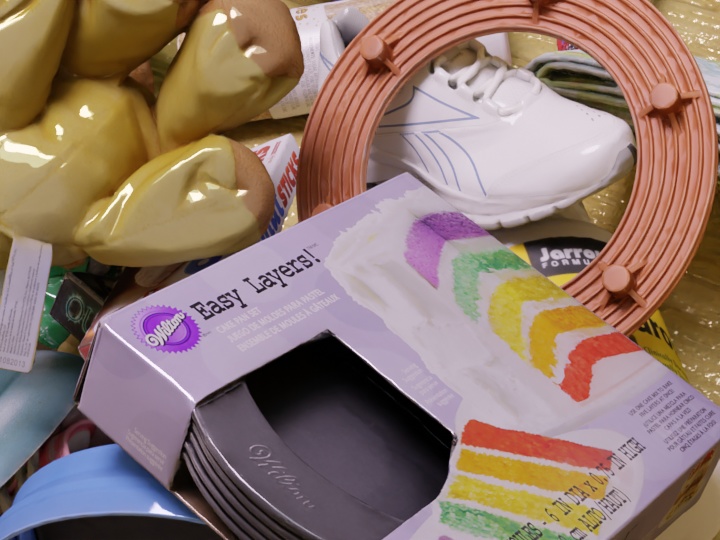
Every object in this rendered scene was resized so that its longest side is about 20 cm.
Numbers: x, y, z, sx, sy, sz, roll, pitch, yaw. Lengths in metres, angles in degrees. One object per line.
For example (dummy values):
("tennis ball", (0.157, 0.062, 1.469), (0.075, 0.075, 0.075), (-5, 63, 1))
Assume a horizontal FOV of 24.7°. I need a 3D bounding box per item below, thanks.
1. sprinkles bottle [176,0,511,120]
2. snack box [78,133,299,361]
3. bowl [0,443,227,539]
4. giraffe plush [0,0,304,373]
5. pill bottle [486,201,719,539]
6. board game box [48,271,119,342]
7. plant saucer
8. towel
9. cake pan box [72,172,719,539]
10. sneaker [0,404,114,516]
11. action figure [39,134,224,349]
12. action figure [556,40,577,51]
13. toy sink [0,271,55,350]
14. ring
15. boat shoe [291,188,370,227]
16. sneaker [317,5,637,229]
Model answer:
("sprinkles bottle", (-0.009, -0.133, 1.006), (0.199, 0.068, 0.068), (-9, 47, 6))
("snack box", (-0.076, -0.011, 0.797), (0.072, 0.024, 0.200), (-20, 21, 16))
("bowl", (-0.059, 0.136, 0.684), (0.200, 0.201, 0.040), (1, 51, 14))
("giraffe plush", (-0.127, -0.060, 0.774), (0.172, 0.162, 0.201), (28, 93, -10))
("pill bottle", (0.094, 0.046, 0.789), (0.111, 0.112, 0.201), (-15, 46, 0))
("board game box", (-0.045, 0.064, 0.805), (0.200, 0.135, 0.028), (36, 107, 36))
("plant saucer", (-0.214, 0.101, 0.793), (0.200, 0.027, 0.200), (-36, 14, 10))
("towel", (0.195, -0.081, 0.857), (0.171, 0.048, 0.200), (21, 18, 27))
("cake pan box", (0.019, 0.056, 0.624), (0.184, 0.052, 0.200), (38, 39, 23))
("sneaker", (-0.161, 0.123, 0.790), (0.199, 0.105, 0.075), (-23, 50, -6))
("action figure", (-0.135, -0.021, 0.906), (0.118, 0.055, 0.200), (-42, 11, 37))
("action figure", (0.151, -0.165, 1.001), (0.065, 0.052, 0.201), (-18, 39, 43))
("toy sink", (-0.280, 0.000, 0.914), (0.199, 0.131, 0.112), (-8, 47, 9))
("ring", (0.060, -0.048, 0.740), (0.199, 0.019, 0.201), (-6, 75, 22))
("boat shoe", (0.000, 0.000, 0.868), (0.073, 0.066, 0.200), (14, 23, 25))
("sneaker", (0.045, -0.078, 0.799), (0.199, 0.087, 0.074), (15, 39, 40))
